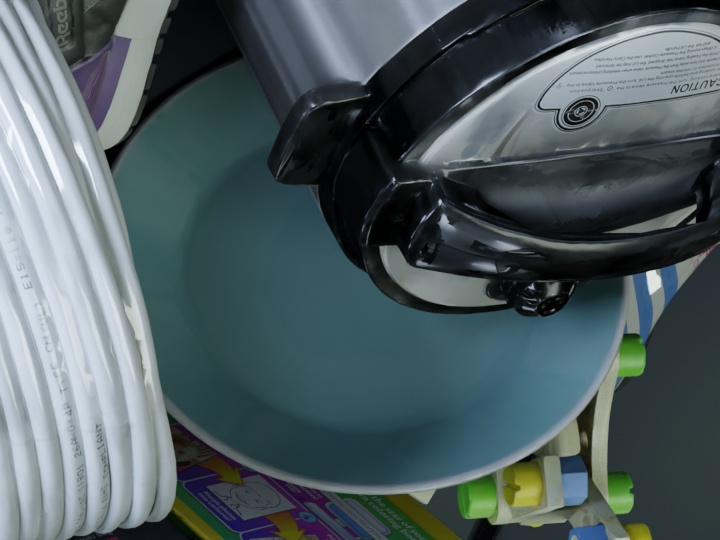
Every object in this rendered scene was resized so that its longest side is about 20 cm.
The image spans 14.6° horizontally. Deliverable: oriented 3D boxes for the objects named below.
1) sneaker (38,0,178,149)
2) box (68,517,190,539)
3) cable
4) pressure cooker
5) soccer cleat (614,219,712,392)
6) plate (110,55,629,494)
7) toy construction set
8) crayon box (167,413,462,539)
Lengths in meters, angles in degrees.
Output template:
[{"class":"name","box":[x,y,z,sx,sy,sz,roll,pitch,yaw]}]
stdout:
[{"class":"sneaker","box":[-0.101,-0.120,0.916,0.087,0.076,0.200,-9,129,-39]},{"class":"box","box":[-0.115,0.157,1.050,0.122,0.200,0.106,-14,132,-42]},{"class":"cable","box":[-0.119,-0.011,0.841,0.069,0.200,0.200,-20,136,-17]},{"class":"pressure cooker","box":[0.053,-0.080,0.988,0.176,0.200,0.179,-30,150,8]},{"class":"soccer cleat","box":[0.118,-0.016,1.285,0.086,0.070,0.200,-4,126,-49]},{"class":"plate","box":[0.000,0.000,1.044,0.200,0.200,0.026,-33,156,-25]},{"class":"toy construction set","box":[0.057,0.059,1.204,0.092,0.200,0.132,-4,92,-29]},{"class":"crayon box","box":[-0.024,0.124,1.127,0.119,0.200,0.058,-8,127,-47]}]
